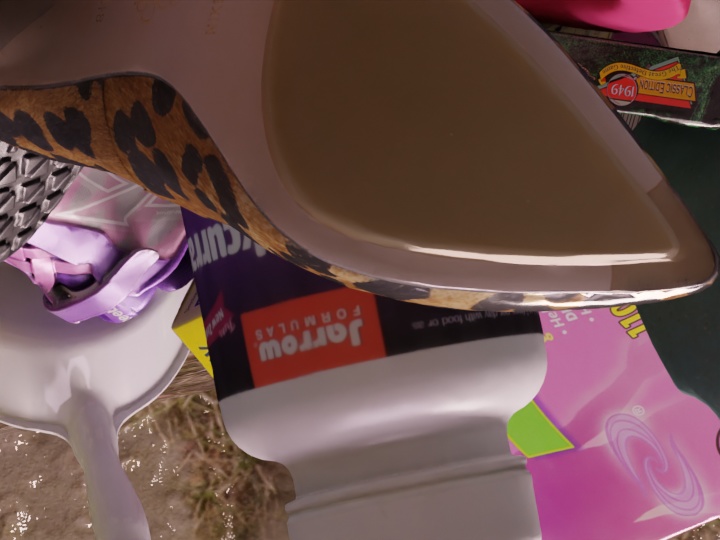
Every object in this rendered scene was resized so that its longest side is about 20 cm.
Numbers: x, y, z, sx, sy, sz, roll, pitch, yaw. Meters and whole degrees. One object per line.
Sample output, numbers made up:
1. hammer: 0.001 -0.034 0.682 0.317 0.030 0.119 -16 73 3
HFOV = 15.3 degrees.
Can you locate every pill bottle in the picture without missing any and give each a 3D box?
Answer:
1. pill bottle: 0.000 0.000 0.890 0.111 0.200 0.111 -12 174 -1

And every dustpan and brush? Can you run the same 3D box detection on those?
1. dustpan and brush: -0.113 0.035 1.049 0.139 0.200 0.057 -10 134 -17

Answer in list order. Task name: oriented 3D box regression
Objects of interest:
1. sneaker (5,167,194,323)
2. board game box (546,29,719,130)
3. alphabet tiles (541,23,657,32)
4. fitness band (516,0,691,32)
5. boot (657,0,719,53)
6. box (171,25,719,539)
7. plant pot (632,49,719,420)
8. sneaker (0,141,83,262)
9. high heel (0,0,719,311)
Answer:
1. sneaker: -0.109 -0.022 0.973 0.080 0.089 0.200 -14 177 34
2. board game box: -0.007 -0.065 0.732 0.200 0.024 0.105 8 -177 -6
3. alphabet tiles: 0.051 -0.091 1.074 0.200 0.008 0.167 -13 174 5
4. fitness band: 0.008 -0.087 0.628 0.143 0.038 0.200 10 179 12
5. boot: 0.177 -0.023 0.922 0.070 0.146 0.200 -35 132 19
6. box: 0.063 0.021 1.041 0.200 0.176 0.097 -26 -157 30
7. plant pot: 0.191 -0.030 0.762 0.196 0.201 0.200 -36 161 35
8. sneaker: -0.144 -0.056 0.695 0.072 0.083 0.200 -50 154 11
9. high heel: -0.016 -0.034 0.595 0.200 0.072 0.143 24 173 6
